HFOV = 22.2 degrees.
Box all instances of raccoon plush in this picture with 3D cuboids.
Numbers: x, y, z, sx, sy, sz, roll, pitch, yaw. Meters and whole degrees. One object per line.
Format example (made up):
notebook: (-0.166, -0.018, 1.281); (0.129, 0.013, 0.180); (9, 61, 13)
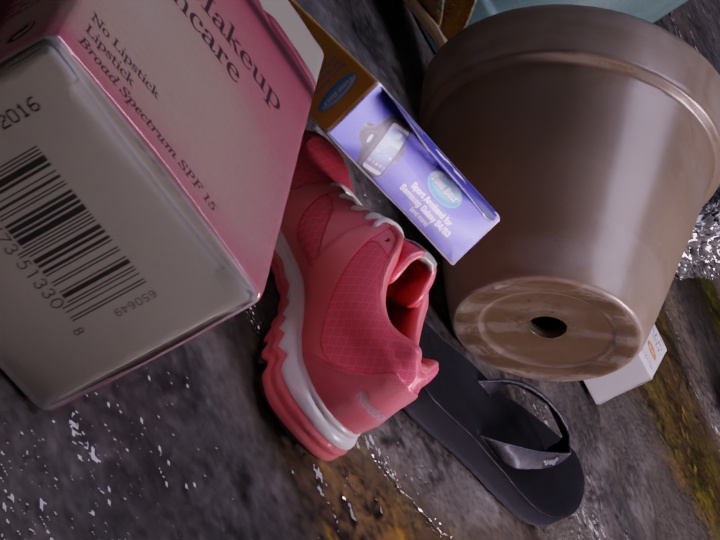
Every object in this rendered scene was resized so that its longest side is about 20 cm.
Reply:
raccoon plush: (0.275, -0.027, 1.457); (0.134, 0.199, 0.097); (-43, 131, -69)

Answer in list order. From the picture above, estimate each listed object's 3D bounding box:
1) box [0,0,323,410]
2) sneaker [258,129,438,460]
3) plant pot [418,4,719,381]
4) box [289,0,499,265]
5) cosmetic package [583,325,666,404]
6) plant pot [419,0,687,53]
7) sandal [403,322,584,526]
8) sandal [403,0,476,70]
box: (-0.101, -0.065, 0.727); (0.128, 0.109, 0.200); (52, 24, -24)
sneaker: (0.000, 0.000, 0.911); (0.074, 0.087, 0.201); (43, 29, -41)
plant pot: (0.125, -0.033, 1.133); (0.200, 0.199, 0.174); (43, 45, -41)
box: (-0.004, -0.082, 0.959); (0.119, 0.041, 0.200); (44, 5, -39)
cosmetic package: (0.150, -0.011, 1.314); (0.201, 0.050, 0.083); (62, 22, -3)
plant pot: (0.154, -0.239, 1.384); (0.200, 0.195, 0.201); (49, 26, -34)
sandal: (0.084, 0.091, 1.056); (0.200, 0.043, 0.076); (38, 33, -47)
sandal: (0.064, -0.190, 1.268); (0.212, 0.069, 0.078); (67, 13, 23)
